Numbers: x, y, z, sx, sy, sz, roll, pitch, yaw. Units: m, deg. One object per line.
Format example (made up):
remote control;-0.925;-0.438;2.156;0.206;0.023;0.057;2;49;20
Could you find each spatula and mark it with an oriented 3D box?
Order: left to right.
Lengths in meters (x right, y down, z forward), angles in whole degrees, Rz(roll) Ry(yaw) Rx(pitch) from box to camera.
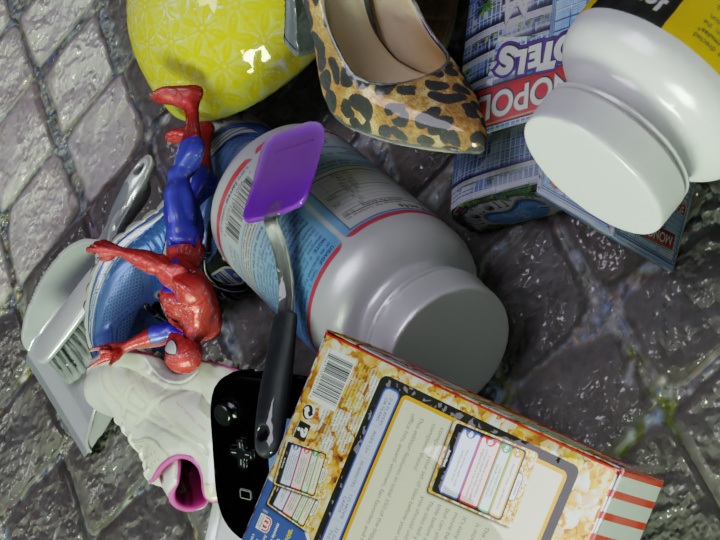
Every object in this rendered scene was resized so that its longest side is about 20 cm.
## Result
spatula;-0.045;0.008;1.139;0.056;0.020;0.202;-16;65;41

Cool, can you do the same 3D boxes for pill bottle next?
pill bottle;0.000;0.000;1.193;0.109;0.108;0.200;-57;42;9
pill bottle;0.174;-0.120;1.018;0.200;0.113;0.112;-51;38;-16

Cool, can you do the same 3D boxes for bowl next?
bowl;-0.092;-0.210;1.356;0.199;0.108;0.201;-28;37;24

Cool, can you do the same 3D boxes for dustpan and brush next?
dustpan and brush;-0.183;0.010;1.420;0.201;0.057;0.140;-55;41;11

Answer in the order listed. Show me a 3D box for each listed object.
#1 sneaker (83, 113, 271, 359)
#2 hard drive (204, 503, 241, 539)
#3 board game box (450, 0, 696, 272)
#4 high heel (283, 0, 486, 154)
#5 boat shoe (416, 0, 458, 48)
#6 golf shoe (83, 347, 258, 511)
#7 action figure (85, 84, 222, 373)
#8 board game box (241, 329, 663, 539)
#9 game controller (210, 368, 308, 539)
sneaker;-0.112;-0.006;1.340;0.201;0.078;0.089;-57;39;10
hard drive;-0.020;0.163;1.198;0.199;0.025;0.133;-6;67;46
board game box;0.125;-0.093;1.142;0.199;0.061;0.201;-14;61;43
high heel;0.010;-0.157;1.147;0.200;0.071;0.143;41;141;42
boat shoe;0.033;-0.180;1.283;0.071;0.065;0.201;7;68;12
golf shoe;-0.121;0.099;1.266;0.199;0.075;0.092;4;68;51
action figure;-0.135;-0.017;1.262;0.098;0.065;0.201;-11;53;5
board game box;0.036;0.136;1.022;0.199;0.046;0.152;24;92;38
game controller;-0.004;0.115;1.122;0.199;0.042;0.105;7;98;38
